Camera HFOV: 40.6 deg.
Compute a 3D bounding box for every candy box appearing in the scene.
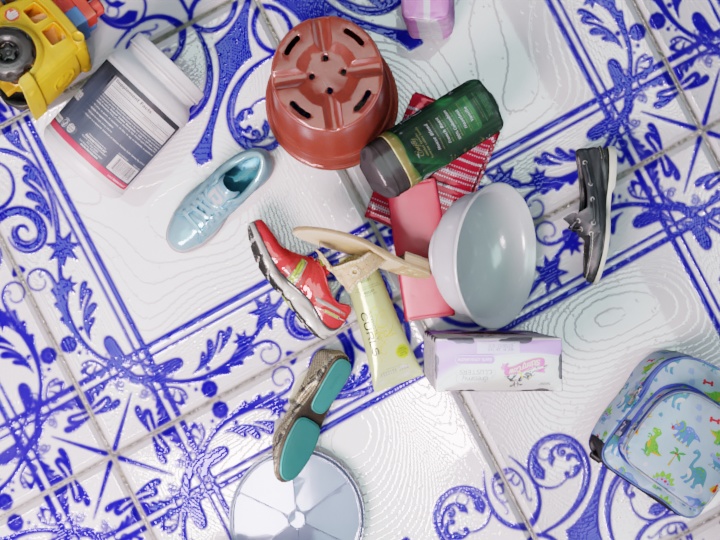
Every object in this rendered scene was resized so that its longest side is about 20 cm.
[{"bbox_3d":[0.175,0.121,1.330,0.165,0.200,0.073,0,89,-1],"label":"candy box"}]

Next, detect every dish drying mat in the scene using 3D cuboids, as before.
[{"bbox_3d":[0.088,-0.030,1.409,0.076,0.018,0.203,-7,98,8],"label":"dish drying mat"}]

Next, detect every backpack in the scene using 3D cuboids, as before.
[{"bbox_3d":[0.445,0.222,1.357,0.182,0.147,0.201,33,86,-2],"label":"backpack"}]

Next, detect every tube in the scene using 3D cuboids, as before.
[{"bbox_3d":[0.025,0.069,1.408,0.058,0.052,0.203,-17,92,38],"label":"tube"}]

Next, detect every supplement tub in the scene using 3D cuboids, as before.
[{"bbox_3d":[-0.330,-0.216,1.364,0.140,0.140,0.200,42,89,1],"label":"supplement tub"}]

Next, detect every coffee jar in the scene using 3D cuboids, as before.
[{"bbox_3d":[0.094,-0.180,1.349,0.199,0.104,0.086,-33,96,-8],"label":"coffee jar"}]

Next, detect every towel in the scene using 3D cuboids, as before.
[{"bbox_3d":[0.106,-0.145,1.424,0.143,0.022,0.202,22,89,1],"label":"towel"}]

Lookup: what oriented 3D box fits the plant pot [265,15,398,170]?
[{"bbox_3d":[-0.042,-0.250,1.338,0.197,0.195,0.204,0,90,0],"label":"plant pot"}]

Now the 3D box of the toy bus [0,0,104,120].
[{"bbox_3d":[-0.469,-0.349,1.380,0.192,0.136,0.200,-43,87,-14],"label":"toy bus"}]

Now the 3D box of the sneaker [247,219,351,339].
[{"bbox_3d":[-0.088,0.003,1.404,0.085,0.077,0.201,-38,96,-12],"label":"sneaker"}]

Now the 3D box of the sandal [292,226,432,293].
[{"bbox_3d":[0.002,-0.001,1.340,0.209,0.077,0.071,15,75,-22],"label":"sandal"}]

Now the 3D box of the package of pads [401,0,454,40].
[{"bbox_3d":[0.096,-0.438,1.379,0.074,0.120,0.203,0,89,5],"label":"package of pads"}]

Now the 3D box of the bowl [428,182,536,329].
[{"bbox_3d":[0.159,-0.022,1.365,0.090,0.200,0.204,3,89,42],"label":"bowl"}]

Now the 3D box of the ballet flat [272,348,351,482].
[{"bbox_3d":[-0.082,0.203,1.393,0.068,0.075,0.202,39,72,-41],"label":"ballet flat"}]

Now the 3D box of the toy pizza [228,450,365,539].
[{"bbox_3d":[-0.091,0.358,1.410,0.197,0.032,0.204,0,89,1],"label":"toy pizza"}]

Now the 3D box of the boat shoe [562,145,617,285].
[{"bbox_3d":[0.325,-0.082,1.398,0.065,0.075,0.203,7,89,2],"label":"boat shoe"}]

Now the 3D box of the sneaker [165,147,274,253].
[{"bbox_3d":[-0.208,-0.106,1.392,0.074,0.082,0.200,43,89,1],"label":"sneaker"}]
